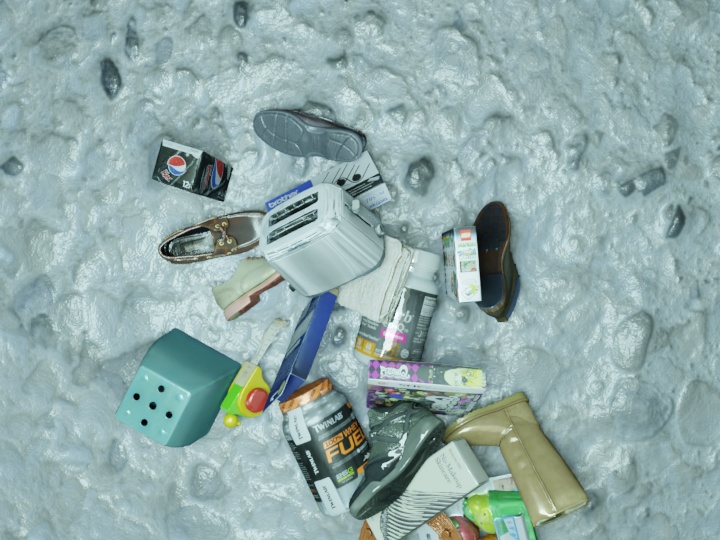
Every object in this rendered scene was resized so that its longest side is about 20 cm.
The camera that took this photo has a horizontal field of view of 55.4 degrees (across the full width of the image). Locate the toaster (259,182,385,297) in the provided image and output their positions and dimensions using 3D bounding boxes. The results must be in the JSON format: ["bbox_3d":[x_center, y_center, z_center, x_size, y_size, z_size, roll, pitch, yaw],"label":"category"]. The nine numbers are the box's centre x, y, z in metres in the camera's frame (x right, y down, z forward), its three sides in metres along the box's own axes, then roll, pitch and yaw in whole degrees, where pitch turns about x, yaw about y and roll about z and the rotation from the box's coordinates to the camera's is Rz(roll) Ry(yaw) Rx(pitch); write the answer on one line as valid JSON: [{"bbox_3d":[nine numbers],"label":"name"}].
[{"bbox_3d":[-0.067,-0.045,1.055,0.198,0.129,0.115,-23,46,26],"label":"toaster"}]

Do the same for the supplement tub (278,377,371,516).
[{"bbox_3d":[-0.052,0.290,1.142,0.121,0.123,0.202,-27,90,2],"label":"supplement tub"}]

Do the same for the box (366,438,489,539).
[{"bbox_3d":[0.103,0.360,1.108,0.200,0.068,0.083,-41,66,16],"label":"box"}]

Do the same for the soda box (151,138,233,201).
[{"bbox_3d":[-0.264,-0.156,1.101,0.070,0.200,0.064,16,92,1],"label":"soda box"}]

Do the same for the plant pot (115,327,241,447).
[{"bbox_3d":[-0.302,0.197,1.110,0.140,0.200,0.143,28,91,1],"label":"plant pot"}]

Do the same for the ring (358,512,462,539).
[{"bbox_3d":[0.083,0.486,1.157,0.198,0.019,0.204,-1,87,25],"label":"ring"}]

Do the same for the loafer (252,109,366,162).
[{"bbox_3d":[-0.084,-0.232,1.172,0.197,0.063,0.073,16,120,11],"label":"loafer"}]

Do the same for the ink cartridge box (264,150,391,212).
[{"bbox_3d":[-0.055,-0.116,1.150,0.198,0.044,0.095,-27,49,3],"label":"ink cartridge box"}]

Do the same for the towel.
[{"bbox_3d":[0.000,0.000,1.115,0.034,0.199,0.134,20,89,-40],"label":"towel"}]

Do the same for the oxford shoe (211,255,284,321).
[{"bbox_3d":[-0.169,-0.002,1.168,0.199,0.071,0.074,-39,82,0],"label":"oxford shoe"}]

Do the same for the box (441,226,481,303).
[{"bbox_3d":[0.158,-0.010,1.091,0.034,0.200,0.112,-4,91,2],"label":"box"}]

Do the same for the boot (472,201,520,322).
[{"bbox_3d":[0.228,-0.011,1.163,0.074,0.097,0.203,-3,63,27],"label":"boot"}]

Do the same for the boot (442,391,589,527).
[{"bbox_3d":[0.245,0.317,1.115,0.173,0.066,0.202,-26,59,2],"label":"boot"}]

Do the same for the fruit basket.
[{"bbox_3d":[0.198,0.449,1.154,0.197,0.094,0.188,-14,91,5],"label":"fruit basket"}]

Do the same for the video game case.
[{"bbox_3d":[0.098,0.192,1.101,0.178,0.201,0.036,5,67,1],"label":"video game case"}]

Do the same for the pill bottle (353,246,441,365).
[{"bbox_3d":[0.064,0.062,1.137,0.115,0.116,0.203,14,92,1],"label":"pill bottle"}]

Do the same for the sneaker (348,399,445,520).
[{"bbox_3d":[0.035,0.290,1.086,0.114,0.076,0.200,34,85,40],"label":"sneaker"}]

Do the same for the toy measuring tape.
[{"bbox_3d":[-0.171,0.183,1.182,0.073,0.074,0.201,30,74,1],"label":"toy measuring tape"}]

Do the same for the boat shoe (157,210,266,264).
[{"bbox_3d":[-0.245,-0.054,1.169,0.197,0.070,0.071,-19,90,1],"label":"boat shoe"}]

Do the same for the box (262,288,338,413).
[{"bbox_3d":[-0.096,0.130,1.096,0.032,0.121,0.202,27,57,-9],"label":"box"}]
